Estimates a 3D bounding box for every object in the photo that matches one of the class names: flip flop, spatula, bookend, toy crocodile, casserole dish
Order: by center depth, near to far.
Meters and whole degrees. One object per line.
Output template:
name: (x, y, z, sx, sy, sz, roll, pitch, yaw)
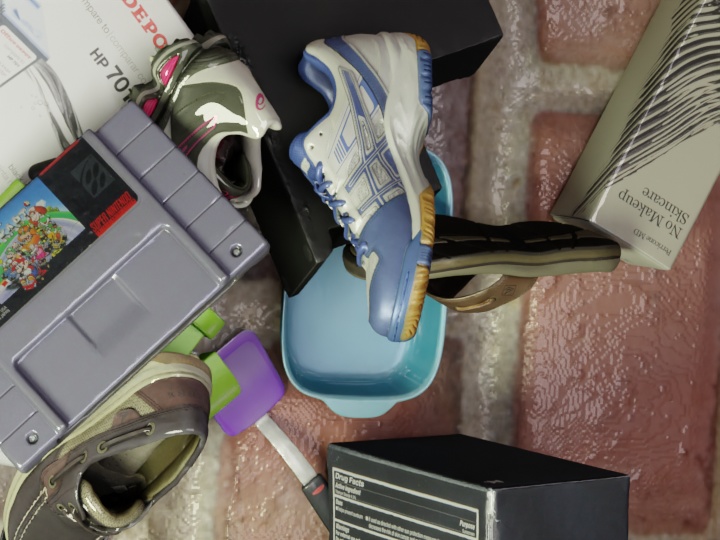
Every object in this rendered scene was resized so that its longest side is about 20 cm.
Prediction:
toy crocodile: (-0.153, 0.021, 1.346, 0.200, 0.062, 0.068, 39, 83, -14)
bookend: (0.012, -0.116, 1.416, 0.199, 0.092, 0.199, -21, 81, -18)
flip flop: (0.084, 0.000, 1.463, 0.199, 0.081, 0.058, -1, 113, -26)
casserole dish: (0.000, 0.000, 1.484, 0.121, 0.039, 0.201, 3, 93, -21)
spatula: (-0.046, 0.132, 1.487, 0.056, 0.021, 0.200, -39, 107, -15)

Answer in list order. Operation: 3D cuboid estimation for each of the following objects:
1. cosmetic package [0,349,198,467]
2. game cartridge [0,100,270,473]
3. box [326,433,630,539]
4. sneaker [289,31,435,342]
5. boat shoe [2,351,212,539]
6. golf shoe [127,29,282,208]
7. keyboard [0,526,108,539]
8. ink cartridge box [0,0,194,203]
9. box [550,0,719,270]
cosmetic package: (-0.217, 0.075, 1.391, 0.199, 0.071, 0.102, 13, 90, -22)
game cartridge: (-0.169, 0.007, 1.283, 0.200, 0.038, 0.130, -43, 85, -8)
box: (0.076, 0.222, 1.437, 0.123, 0.200, 0.199, -3, 97, -32)
sneaker: (-0.001, -0.050, 1.314, 0.088, 0.075, 0.201, 1, 67, -7)
boat shoe: (-0.158, 0.130, 1.329, 0.072, 0.065, 0.200, 27, 124, -31)
golf shoe: (-0.114, -0.055, 1.362, 0.088, 0.200, 0.077, 44, 45, 20)
keyboard: (-0.248, 0.248, 1.422, 0.127, 0.021, 0.201, 17, 88, -28)
ink cartridge box: (-0.221, -0.132, 1.363, 0.200, 0.086, 0.147, -41, 109, -11)
box: (0.223, -0.106, 1.541, 0.082, 0.068, 0.201, 28, 84, -20)
